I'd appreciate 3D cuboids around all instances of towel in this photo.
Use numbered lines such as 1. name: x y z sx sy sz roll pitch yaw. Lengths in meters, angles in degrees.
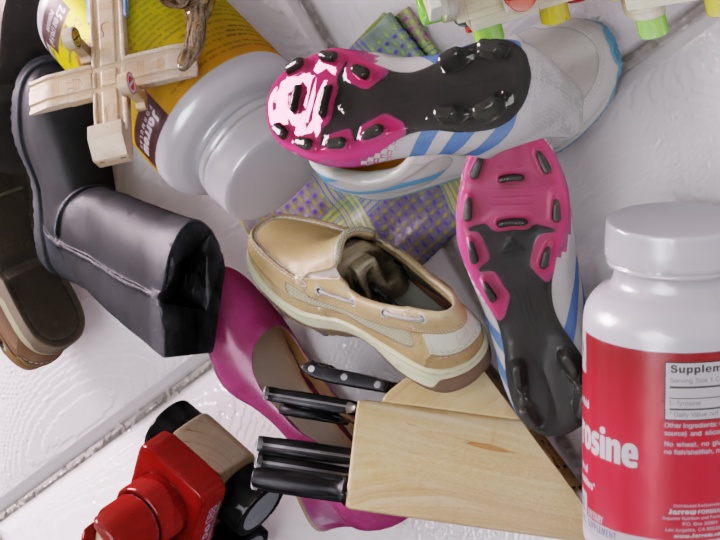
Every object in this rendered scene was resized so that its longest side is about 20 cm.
1. towel: -0.002 -0.059 1.525 0.200 0.023 0.144 -39 78 36

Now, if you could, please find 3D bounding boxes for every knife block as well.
1. knife block: 0.029 0.133 1.484 0.175 0.064 0.200 -39 78 8

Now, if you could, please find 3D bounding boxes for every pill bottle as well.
1. pill bottle: 0.184 0.067 1.368 0.112 0.112 0.201 8 107 34
2. pill bottle: -0.114 -0.125 1.516 0.200 0.109 0.110 46 124 28

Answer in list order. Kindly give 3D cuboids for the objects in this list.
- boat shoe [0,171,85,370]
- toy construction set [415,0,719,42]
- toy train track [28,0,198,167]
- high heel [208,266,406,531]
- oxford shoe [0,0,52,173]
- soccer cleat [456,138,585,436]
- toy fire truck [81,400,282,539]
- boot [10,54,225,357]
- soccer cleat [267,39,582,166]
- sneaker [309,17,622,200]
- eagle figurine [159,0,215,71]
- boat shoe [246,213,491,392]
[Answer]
1. boat shoe: -0.268 -0.023 1.694 0.068 0.072 0.201 -34 74 50
2. toy construction set: 0.105 -0.168 1.334 0.199 0.131 0.093 -3 110 -8
3. toy train track: -0.163 -0.163 1.468 0.114 0.033 0.201 -12 66 16
4. high heel: -0.032 0.082 1.550 0.096 0.067 0.201 -17 97 47
5. oxford shoe: -0.233 -0.172 1.635 0.071 0.071 0.201 47 123 47
6. soccer cleat: 0.100 0.001 1.422 0.069 0.086 0.201 -9 106 8
7. toy fire truck: -0.151 0.214 1.578 0.129 0.200 0.177 40 136 21
8. boot: -0.162 -0.045 1.570 0.200 0.065 0.166 32 135 56
9. soccer cleat: 0.036 -0.088 1.343 0.199 0.086 0.070 -1 75 42
10. sneaker: 0.063 -0.093 1.417 0.199 0.081 0.077 -24 81 19
11. eagle figurine: -0.043 -0.234 1.428 0.200 0.150 0.152 -45 57 36
12. boat shoe: 0.000 0.000 1.460 0.199 0.072 0.076 25 149 37
